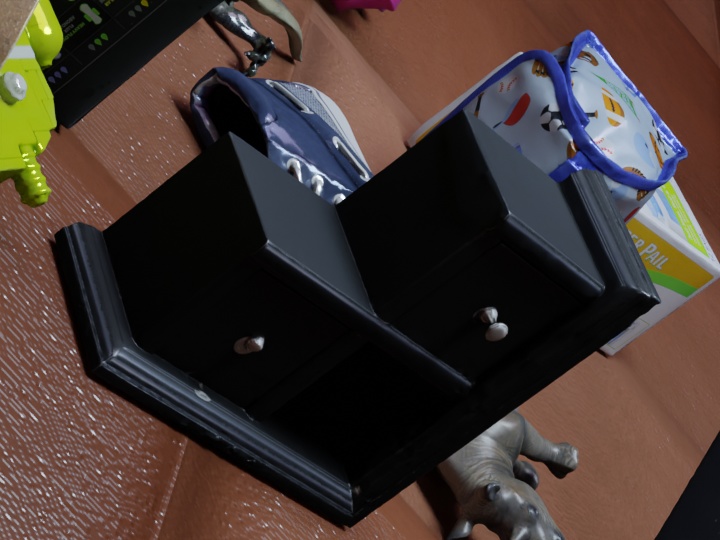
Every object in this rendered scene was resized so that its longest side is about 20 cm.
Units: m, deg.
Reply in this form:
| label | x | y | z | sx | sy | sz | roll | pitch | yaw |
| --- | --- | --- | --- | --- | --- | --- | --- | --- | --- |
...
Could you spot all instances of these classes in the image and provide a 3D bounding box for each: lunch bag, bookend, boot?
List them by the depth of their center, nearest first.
| label | x | y | z | sx | sy | sz | roll | pitch | yaw |
| --- | --- | --- | --- | --- | --- | --- | --- | --- | --- |
| bookend | 0.000 | 0.000 | 1.360 | 0.199 | 0.200 | 0.092 | 36 | 24 | -44 |
| boot | -0.022 | -0.027 | 1.584 | 0.090 | 0.073 | 0.200 | 11 | 37 | -54 |
| lunch bag | 0.091 | -0.046 | 1.712 | 0.124 | 0.170 | 0.200 | 49 | 19 | -4 |

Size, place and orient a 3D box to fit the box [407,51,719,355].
| label | x | y | z | sx | sy | sz | roll | pitch | yaw |
| --- | --- | --- | --- | --- | --- | --- | --- | --- | --- |
| box | 0.139 | -0.042 | 1.933 | 0.200 | 0.101 | 0.113 | 32 | 27 | -48 |

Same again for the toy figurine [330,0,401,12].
| label | x | y | z | sx | sy | sz | roll | pitch | yaw |
| --- | --- | --- | --- | --- | --- | --- | --- | --- | --- |
| toy figurine | -0.003 | -0.253 | 1.994 | 0.200 | 0.150 | 0.185 | 70 | 9 | -60 |

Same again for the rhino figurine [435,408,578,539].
| label | x | y | z | sx | sy | sz | roll | pitch | yaw |
| --- | --- | --- | --- | --- | --- | --- | --- | --- | --- |
| rhino figurine | 0.070 | 0.095 | 1.580 | 0.087 | 0.060 | 0.200 | 25 | 32 | -29 |

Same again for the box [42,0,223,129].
| label | x | y | z | sx | sy | sz | roll | pitch | yaw |
| --- | --- | --- | --- | --- | --- | --- | --- | --- | --- |
| box | -0.168 | -0.201 | 1.437 | 0.200 | 0.124 | 0.149 | 43 | 21 | -24 |

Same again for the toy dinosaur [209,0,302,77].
| label | x | y | z | sx | sy | sz | roll | pitch | yaw |
| --- | --- | --- | --- | --- | --- | --- | --- | --- | --- |
| toy dinosaur | -0.079 | -0.169 | 1.727 | 0.200 | 0.047 | 0.088 | 43 | 14 | -38 |

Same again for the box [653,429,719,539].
| label | x | y | z | sx | sy | sz | roll | pitch | yaw |
| --- | --- | --- | --- | --- | --- | --- | --- | --- | --- |
| box | 0.239 | 0.204 | 1.468 | 0.200 | 0.197 | 0.124 | 27 | -8 | 47 |

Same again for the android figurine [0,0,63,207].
| label | x | y | z | sx | sy | sz | roll | pitch | yaw |
| --- | --- | --- | --- | --- | --- | --- | --- | --- | --- |
| android figurine | -0.198 | -0.116 | 1.291 | 0.182 | 0.041 | 0.200 | -6 | 70 | -63 |

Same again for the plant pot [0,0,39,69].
| label | x | y | z | sx | sy | sz | roll | pitch | yaw |
| --- | --- | --- | --- | --- | --- | --- | --- | --- | --- |
| plant pot | -0.239 | -0.107 | 1.052 | 0.200 | 0.187 | 0.187 | 32 | 24 | -15 |
